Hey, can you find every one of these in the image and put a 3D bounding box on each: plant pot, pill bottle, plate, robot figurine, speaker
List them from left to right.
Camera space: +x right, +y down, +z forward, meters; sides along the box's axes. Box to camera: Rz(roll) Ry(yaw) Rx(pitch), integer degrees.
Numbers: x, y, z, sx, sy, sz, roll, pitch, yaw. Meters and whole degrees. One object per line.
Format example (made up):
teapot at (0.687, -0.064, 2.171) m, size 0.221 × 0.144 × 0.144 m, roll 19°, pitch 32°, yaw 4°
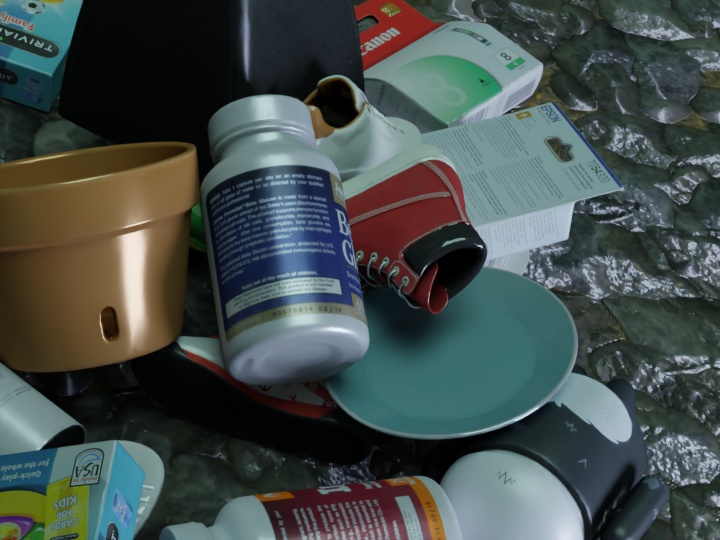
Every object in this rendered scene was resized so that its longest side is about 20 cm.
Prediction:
speaker at (-0.298, 0.090, 1.233) m, size 0.199 × 0.082 × 0.081 m, roll 34°, pitch 47°, yaw 16°
plant pot at (-0.211, -0.010, 1.257) m, size 0.198 × 0.142 × 0.200 m, roll -7°, pitch 12°, yaw 2°
plant pot at (-0.120, -0.209, 1.408) m, size 0.198 × 0.179 × 0.200 m, roll 26°, pitch 46°, yaw 21°
pill bottle at (-0.062, -0.025, 1.269) m, size 0.110 × 0.111 × 0.202 m, roll -2°, pitch 67°, yaw -19°
pill bottle at (-0.036, 0.209, 1.176) m, size 0.198 × 0.114 × 0.114 m, roll -4°, pitch 48°, yaw -21°
plate at (0.068, 0.066, 1.295) m, size 0.198 × 0.026 × 0.201 m, roll -7°, pitch 37°, yaw 5°
robot figurine at (0.140, 0.157, 1.278) m, size 0.125 × 0.150 × 0.200 m, roll 53°, pitch 47°, yaw -7°

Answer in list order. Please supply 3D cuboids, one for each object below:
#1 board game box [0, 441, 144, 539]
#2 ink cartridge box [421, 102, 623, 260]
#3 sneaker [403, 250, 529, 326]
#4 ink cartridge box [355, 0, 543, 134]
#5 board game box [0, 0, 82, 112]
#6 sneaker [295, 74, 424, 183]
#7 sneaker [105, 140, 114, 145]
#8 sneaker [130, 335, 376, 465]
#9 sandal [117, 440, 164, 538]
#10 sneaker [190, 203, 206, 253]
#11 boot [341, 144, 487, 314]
board game box at (-0.229, 0.214, 1.082) m, size 0.150 × 0.047 × 0.201 m, roll -10°, pitch 50°, yaw 19°
ink cartridge box at (0.106, -0.072, 1.467) m, size 0.198 × 0.044 × 0.197 m, roll -13°, pitch 29°, yaw -6°
sneaker at (0.070, 0.024, 1.427) m, size 0.072 × 0.072 × 0.200 m, roll 19°, pitch 41°, yaw 27°
ink cartridge box at (0.057, -0.213, 1.663) m, size 0.200 × 0.050 × 0.161 m, roll 40°, pitch 48°, yaw 18°
board game box at (-0.325, -0.247, 1.576) m, size 0.150 × 0.047 × 0.201 m, roll 18°, pitch 44°, yaw 0°
sneaker at (0.001, -0.121, 1.418) m, size 0.072 × 0.085 × 0.199 m, roll 25°, pitch 22°, yaw 25°
sneaker at (-0.136, -0.105, 1.489) m, size 0.198 × 0.078 × 0.100 m, roll 16°, pitch 50°, yaw 11°
sneaker at (-0.075, 0.074, 1.330) m, size 0.200 × 0.068 × 0.108 m, roll 20°, pitch 43°, yaw -3°
sandal at (-0.212, 0.202, 1.176) m, size 0.082 × 0.050 × 0.203 m, roll 29°, pitch 60°, yaw 16°
sneaker at (-0.074, -0.047, 1.417) m, size 0.198 × 0.084 × 0.075 m, roll 18°, pitch 45°, yaw -14°
boot at (0.000, 0.000, 1.321) m, size 0.199 × 0.072 × 0.145 m, roll -30°, pitch 42°, yaw 12°
